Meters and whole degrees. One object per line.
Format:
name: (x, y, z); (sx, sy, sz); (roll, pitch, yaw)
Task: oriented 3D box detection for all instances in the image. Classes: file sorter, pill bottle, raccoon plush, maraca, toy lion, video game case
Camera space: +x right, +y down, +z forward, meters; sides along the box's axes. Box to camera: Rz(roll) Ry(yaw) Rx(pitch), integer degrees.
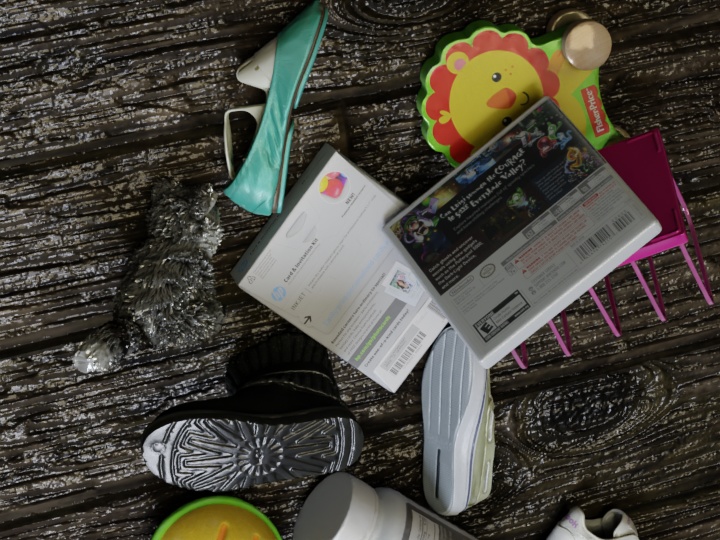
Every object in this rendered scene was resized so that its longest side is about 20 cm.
file sorter: (0.214, -0.012, 1.667); (0.199, 0.140, 0.126); (-20, 134, 15)
pill bottle: (0.038, 0.284, 1.763); (0.199, 0.114, 0.114); (33, 96, -24)
raccoon plush: (-0.178, -0.001, 1.572); (0.096, 0.200, 0.135); (5, 108, 15)
maraca: (-0.129, 0.306, 1.720); (0.136, 0.107, 0.201); (-25, 114, -6)
toy lion: (0.154, -0.147, 1.690); (0.191, 0.069, 0.201); (-23, 114, -2)
video game case: (0.141, -0.037, 1.609); (0.200, 0.182, 0.023); (-39, 145, 4)

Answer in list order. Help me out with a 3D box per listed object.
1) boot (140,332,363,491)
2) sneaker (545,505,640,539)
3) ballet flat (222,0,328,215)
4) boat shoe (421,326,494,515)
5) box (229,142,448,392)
boot: (-0.110, 0.125, 1.639); (0.210, 0.158, 0.080); (1, 119, -21)
sneaker: (0.281, 0.310, 1.870); (0.199, 0.075, 0.100); (24, 100, -23)
ballet flat: (-0.084, -0.150, 1.608); (0.070, 0.067, 0.201); (13, 102, -7)
boat shoe: (0.101, 0.144, 1.771); (0.062, 0.072, 0.201); (-12, 117, -40)
box: (0.000, 0.000, 1.696); (0.200, 0.041, 0.156); (35, 94, -25)
